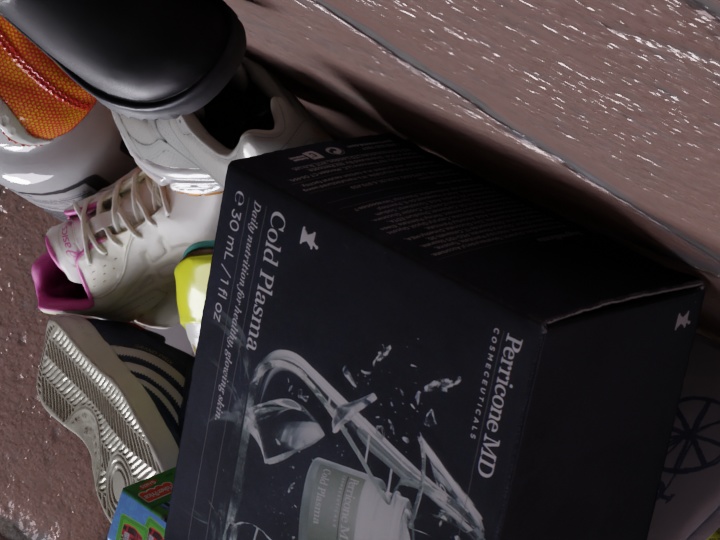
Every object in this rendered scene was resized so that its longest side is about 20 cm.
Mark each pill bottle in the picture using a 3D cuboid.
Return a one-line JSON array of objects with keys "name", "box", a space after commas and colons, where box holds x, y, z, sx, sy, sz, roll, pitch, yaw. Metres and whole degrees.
[{"name": "pill bottle", "box": [-0.161, -0.087, 1.672, 0.110, 0.111, 0.200, 28, 177, 26]}]

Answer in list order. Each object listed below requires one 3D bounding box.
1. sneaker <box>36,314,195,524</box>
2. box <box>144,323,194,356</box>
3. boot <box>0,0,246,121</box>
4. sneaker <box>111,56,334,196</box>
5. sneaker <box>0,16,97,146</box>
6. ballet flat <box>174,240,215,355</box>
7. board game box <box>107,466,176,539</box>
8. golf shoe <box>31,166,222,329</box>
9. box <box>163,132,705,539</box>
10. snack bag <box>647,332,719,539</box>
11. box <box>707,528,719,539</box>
[{"name": "sneaker", "box": [-0.106, 0.083, 1.603, 0.084, 0.075, 0.200, 2, -150, -27]}, {"name": "box", "box": [-0.011, 0.035, 1.890, 0.199, 0.153, 0.106, 32, 177, -22]}, {"name": "boot", "box": [-0.158, -0.146, 1.219, 0.164, 0.066, 0.200, 25, 170, 41]}, {"name": "sneaker", "box": [-0.071, -0.081, 1.475, 0.200, 0.076, 0.092, 30, 158, 48]}, {"name": "sneaker", "box": [-0.206, -0.155, 1.519, 0.200, 0.077, 0.073, 47, -169, -22]}, {"name": "ballet flat", "box": [-0.062, 0.032, 1.545, 0.066, 0.067, 0.200, 5, 172, 0]}, {"name": "board game box", "box": [-0.002, 0.151, 1.464, 0.200, 0.037, 0.151, 33, -150, 26]}, {"name": "golf shoe", "box": [-0.118, -0.022, 1.615, 0.091, 0.076, 0.200, -3, 153, -26]}, {"name": "box", "box": [0.029, 0.067, 1.347, 0.196, 0.201, 0.124, 26, -154, 36]}, {"name": "snack bag", "box": [0.101, 0.087, 1.485, 0.200, 0.188, 0.021, 27, 148, 38]}, {"name": "box", "box": [0.126, 0.096, 1.562, 0.050, 0.075, 0.200, 4, -138, -43]}]
